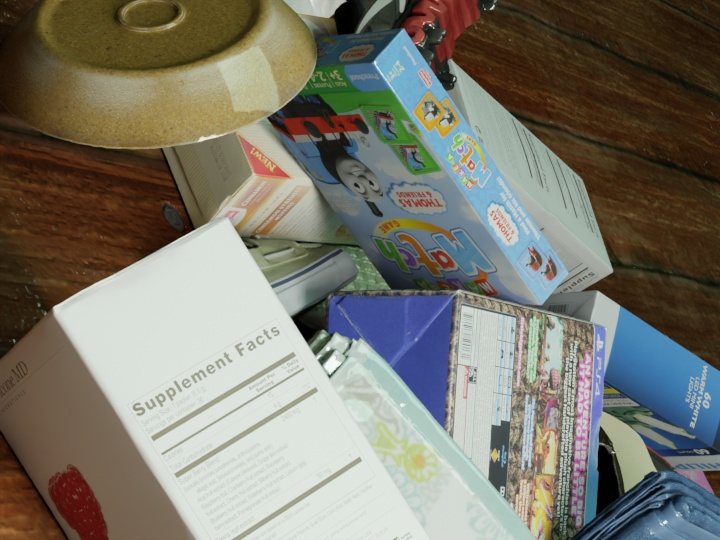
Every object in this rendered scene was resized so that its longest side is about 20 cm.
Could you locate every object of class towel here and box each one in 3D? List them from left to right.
[{"bbox_3d":[-0.004,0.156,1.335,0.200,0.048,0.171,49,63,-12],"label":"towel"},{"bbox_3d":[0.148,0.208,1.503,0.112,0.200,0.049,31,23,-48],"label":"towel"}]

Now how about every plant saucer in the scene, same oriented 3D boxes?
[{"bbox_3d":[-0.127,-0.143,1.436,0.200,0.200,0.036,-93,180,-54],"label":"plant saucer"}]

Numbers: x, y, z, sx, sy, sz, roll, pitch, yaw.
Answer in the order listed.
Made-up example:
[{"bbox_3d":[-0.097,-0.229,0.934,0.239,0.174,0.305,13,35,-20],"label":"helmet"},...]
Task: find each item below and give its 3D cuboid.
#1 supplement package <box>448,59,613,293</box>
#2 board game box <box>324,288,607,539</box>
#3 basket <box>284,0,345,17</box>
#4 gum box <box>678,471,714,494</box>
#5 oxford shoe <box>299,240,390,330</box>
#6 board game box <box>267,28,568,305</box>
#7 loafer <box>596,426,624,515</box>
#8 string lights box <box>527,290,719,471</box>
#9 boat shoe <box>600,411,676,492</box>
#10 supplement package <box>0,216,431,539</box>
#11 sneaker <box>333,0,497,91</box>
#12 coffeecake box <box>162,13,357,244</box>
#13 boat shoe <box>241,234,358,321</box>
[{"bbox_3d":[0.096,-0.055,1.894,0.200,0.114,0.110,38,28,-42],"label":"supplement package"},{"bbox_3d":[0.067,0.102,1.507,0.200,0.097,0.160,15,78,-56],"label":"board game box"},{"bbox_3d":[-0.039,-0.305,1.850,0.161,0.200,0.198,55,20,4],"label":"basket"},{"bbox_3d":[0.219,0.140,1.940,0.113,0.066,0.200,25,36,-57],"label":"gum box"},{"bbox_3d":[0.000,0.000,1.686,0.075,0.058,0.200,47,34,0],"label":"oxford shoe"},{"bbox_3d":[0.026,-0.063,1.496,0.037,0.151,0.200,-50,118,-25],"label":"board game box"},{"bbox_3d":[0.151,0.196,1.610,0.071,0.073,0.201,-153,-127,-73],"label":"loafer"},{"bbox_3d":[0.187,0.082,1.687,0.200,0.103,0.059,31,65,-37],"label":"string lights box"},{"bbox_3d":[0.189,0.158,1.689,0.201,0.074,0.063,36,-6,-24],"label":"boat shoe"},{"bbox_3d":[-0.083,0.098,1.205,0.120,0.121,0.200,-30,85,-36],"label":"supplement package"},{"bbox_3d":[0.037,-0.188,1.646,0.071,0.098,0.201,74,33,-44],"label":"sneaker"},{"bbox_3d":[-0.044,-0.100,1.633,0.200,0.073,0.154,3,54,-43],"label":"coffeecake box"},{"bbox_3d":[-0.062,0.006,1.511,0.062,0.072,0.200,57,24,3],"label":"boat shoe"}]
